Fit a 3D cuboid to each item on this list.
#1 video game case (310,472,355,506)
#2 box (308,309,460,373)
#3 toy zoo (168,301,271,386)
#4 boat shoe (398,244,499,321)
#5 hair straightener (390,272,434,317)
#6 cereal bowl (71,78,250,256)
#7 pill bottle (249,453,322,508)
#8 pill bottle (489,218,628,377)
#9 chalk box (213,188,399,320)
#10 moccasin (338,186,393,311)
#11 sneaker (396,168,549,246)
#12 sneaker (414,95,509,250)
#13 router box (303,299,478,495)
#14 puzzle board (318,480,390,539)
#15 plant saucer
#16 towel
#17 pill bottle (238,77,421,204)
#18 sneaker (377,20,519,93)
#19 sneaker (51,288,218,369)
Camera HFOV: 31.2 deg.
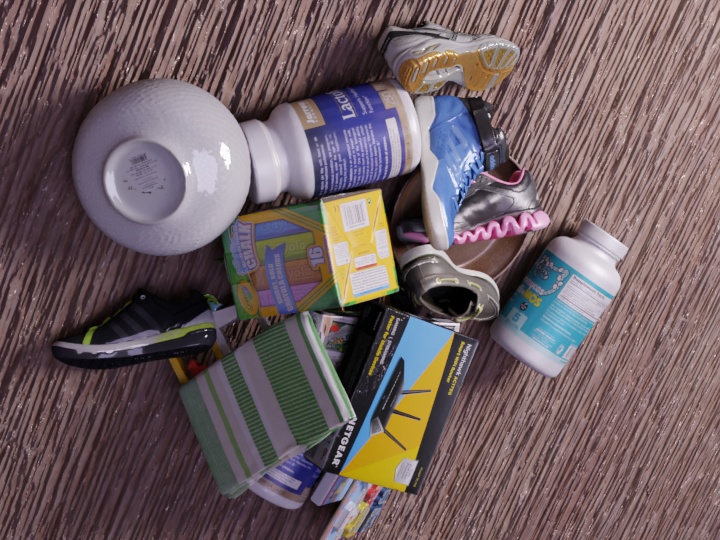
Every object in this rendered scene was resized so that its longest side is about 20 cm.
[{"bbox_3d":[0.016,0.231,1.662,0.143,0.017,0.200,-59,159,9],"label":"video game case"},{"bbox_3d":[0.023,0.107,1.545,0.199,0.035,0.111,5,98,-32],"label":"box"},{"bbox_3d":[-0.150,0.125,1.553,0.131,0.020,0.201,-30,80,8],"label":"toy zoo"},{"bbox_3d":[0.117,0.031,1.601,0.072,0.061,0.201,-31,146,22],"label":"boat shoe"},{"bbox_3d":[0.057,0.066,1.674,0.077,0.041,0.201,-32,116,-8],"label":"hair straightener"},{"bbox_3d":[-0.224,-0.106,1.405,0.199,0.083,0.201,2,109,7],"label":"cereal bowl"},{"bbox_3d":[-0.071,0.185,1.608,0.115,0.116,0.200,31,94,-30],"label":"pill bottle"},{"bbox_3d":[0.267,0.033,1.700,0.111,0.111,0.200,31,97,-30],"label":"pill bottle"},{"bbox_3d":[-0.077,-0.015,1.490,0.124,0.199,0.124,-16,96,-54],"label":"chalk box"},{"bbox_3d":[-0.002,0.000,1.576,0.073,0.078,0.203,6,100,13],"label":"moccasin"},{"bbox_3d":[0.134,-0.081,1.589,0.199,0.079,0.096,-10,93,-19],"label":"sneaker"},{"bbox_3d":[0.125,-0.120,1.529,0.111,0.201,0.077,-3,153,0],"label":"sneaker"},{"bbox_3d":[0.037,0.149,1.508,0.149,0.051,0.201,20,93,-35],"label":"router box"},{"bbox_3d":[0.026,0.274,1.701,0.201,0.017,0.151,-60,160,9],"label":"puzzle board"},{"bbox_3d":[0.124,-0.069,1.640,0.199,0.037,0.201,-9,115,-19],"label":"plant saucer"},{"bbox_3d":[-0.110,0.154,1.488,0.200,0.153,0.023,-34,159,23],"label":"towel"},{"bbox_3d":[-0.040,-0.147,1.492,0.199,0.116,0.116,-16,117,-16],"label":"pill bottle"},{"bbox_3d":[0.106,-0.265,1.530,0.199,0.088,0.076,-8,138,-44],"label":"sneaker"},{"bbox_3d":[-0.267,0.066,1.529,0.199,0.072,0.083,-7,76,-11],"label":"sneaker"}]
